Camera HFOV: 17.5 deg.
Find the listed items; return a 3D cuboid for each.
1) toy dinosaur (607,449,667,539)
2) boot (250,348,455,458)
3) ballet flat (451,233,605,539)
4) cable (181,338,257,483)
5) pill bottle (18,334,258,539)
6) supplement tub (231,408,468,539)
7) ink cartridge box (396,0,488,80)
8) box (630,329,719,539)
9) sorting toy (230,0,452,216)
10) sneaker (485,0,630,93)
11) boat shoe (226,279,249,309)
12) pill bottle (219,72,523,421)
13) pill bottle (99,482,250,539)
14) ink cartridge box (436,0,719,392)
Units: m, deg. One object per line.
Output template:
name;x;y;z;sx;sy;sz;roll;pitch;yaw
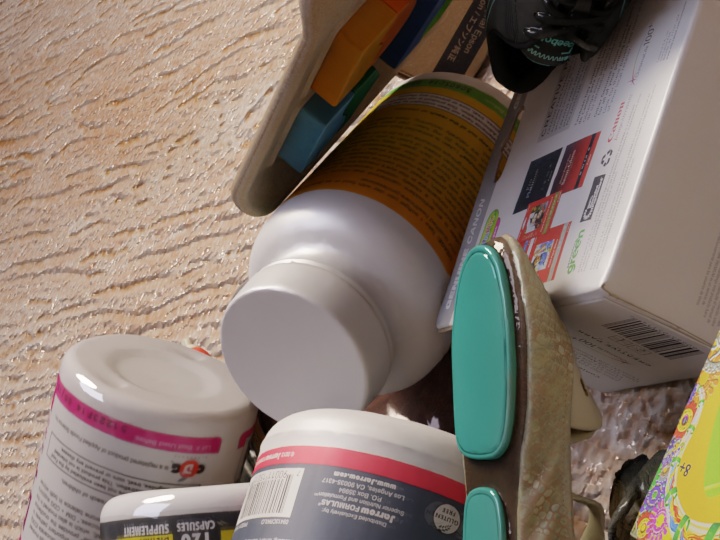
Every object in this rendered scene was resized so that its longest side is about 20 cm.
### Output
toy dinosaur;0.141;0.102;0.931;0.200;0.047;0.089;-22;39;58
boot;0.018;0.072;1.277;0.166;0.072;0.200;-44;22;17
ballet flat;0.074;0.085;1.007;0.067;0.062;0.202;-176;86;-65
cable;-0.073;0.090;1.407;0.051;0.096;0.200;-67;20;10
pill bottle;-0.134;0.148;1.314;0.113;0.112;0.202;-121;44;-67
supplement tub;-0.004;0.177;1.063;0.140;0.140;0.202;-24;45;61
ink cartridge box;0.054;-0.220;1.480;0.166;0.075;0.200;-60;21;17
box;0.209;0.039;0.718;0.194;0.121;0.200;-66;20;-1
sorting toy;0.016;-0.127;1.128;0.185;0.036;0.200;-49;-9;-28
sneaker;0.105;-0.133;1.031;0.200;0.075;0.080;147;136;-73
boat shoe;0.000;0.000;1.332;0.073;0.075;0.200;-12;26;34
pill bottle;0.012;-0.008;1.182;0.111;0.111;0.200;-45;3;43
pill bottle;-0.069;0.209;1.167;0.112;0.111;0.202;161;106;-63
ink cartridge box;0.130;-0.054;1.078;0.175;0.083;0.202;-17;50;66
